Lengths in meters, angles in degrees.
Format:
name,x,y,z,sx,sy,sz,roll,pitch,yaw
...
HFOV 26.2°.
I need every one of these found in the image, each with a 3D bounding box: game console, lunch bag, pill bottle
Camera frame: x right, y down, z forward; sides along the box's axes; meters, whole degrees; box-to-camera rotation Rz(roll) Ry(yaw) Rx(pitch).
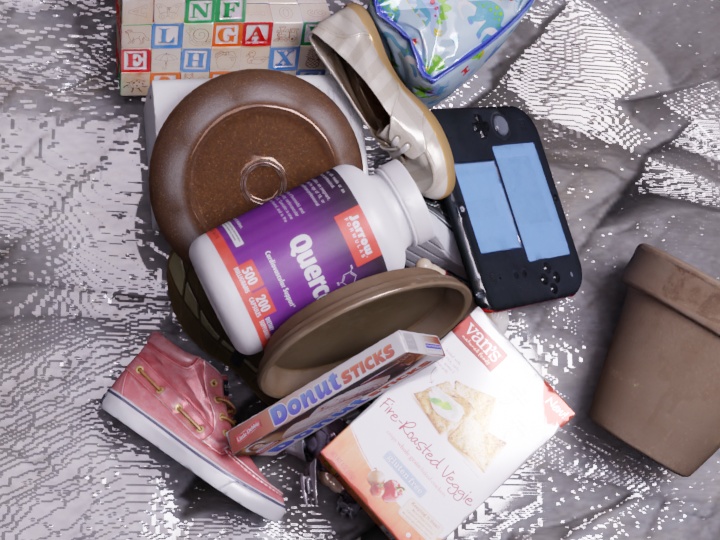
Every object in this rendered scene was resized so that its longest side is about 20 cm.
name,x,y,z,sx,sy,sz,roll,pitch,yaw
game console,0.140,-0.063,1.496,0.176,0.031,0.201,-7,77,-54
lunch bag,0.092,-0.252,1.500,0.199,0.170,0.128,-34,90,-15
pill bottle,-0.040,-0.018,1.336,0.199,0.112,0.113,-28,86,-7

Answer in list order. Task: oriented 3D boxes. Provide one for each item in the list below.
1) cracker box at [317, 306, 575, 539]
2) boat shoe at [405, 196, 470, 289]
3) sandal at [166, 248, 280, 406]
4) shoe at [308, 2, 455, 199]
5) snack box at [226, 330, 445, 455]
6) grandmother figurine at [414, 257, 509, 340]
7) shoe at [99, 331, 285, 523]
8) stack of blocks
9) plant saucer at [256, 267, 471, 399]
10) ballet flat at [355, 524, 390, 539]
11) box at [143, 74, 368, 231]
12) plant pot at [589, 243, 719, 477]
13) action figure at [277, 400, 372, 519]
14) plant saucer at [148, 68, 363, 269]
name,x,y,z,sx,sy,sz,roll,pitch,yaw
cracker box,0.078,0.150,1.405,0.200,0.058,0.134,-42,85,-11
boat shoe,0.069,-0.041,1.480,0.200,0.072,0.071,32,55,-44
sandal,-0.107,0.053,1.451,0.200,0.080,0.054,43,39,10
shoe,0.019,-0.148,1.421,0.053,0.070,0.201,-28,86,-31
snack box,-0.023,0.110,1.365,0.199,0.072,0.024,-32,70,24
grandmother figurine,0.053,0.046,1.460,0.199,0.122,0.061,4,43,-31
shoe,-0.136,0.143,1.426,0.199,0.071,0.091,35,80,1
stack of blocks,-0.131,-0.230,1.470,0.198,0.116,0.059,-2,47,-13
plant saucer,0.001,0.052,1.330,0.199,0.200,0.030,-18,69,-15
ballet flat,-0.016,0.308,1.425,0.068,0.068,0.201,21,75,1
box,-0.101,-0.111,1.469,0.198,0.097,0.125,-3,80,-13
plant pot,0.310,0.097,1.482,0.199,0.200,0.175,31,91,-5
action figure,0.015,0.170,1.459,0.198,0.069,0.131,4,86,-7
plant saucer,-0.090,-0.080,1.392,0.199,0.037,0.202,-2,100,-14
